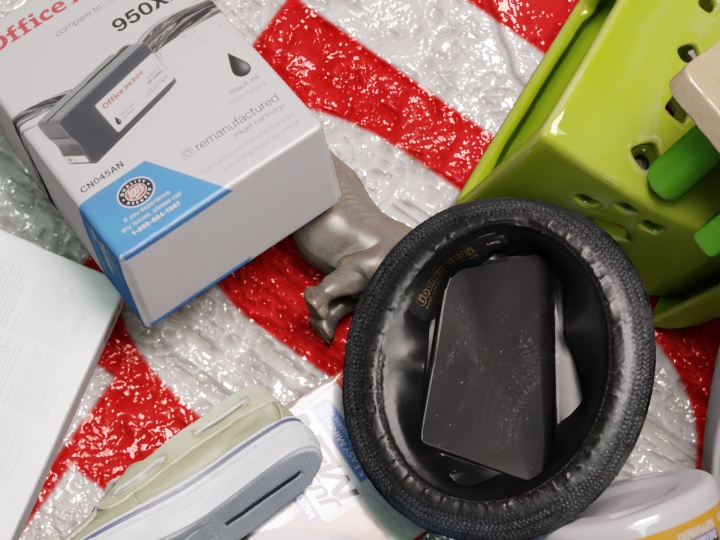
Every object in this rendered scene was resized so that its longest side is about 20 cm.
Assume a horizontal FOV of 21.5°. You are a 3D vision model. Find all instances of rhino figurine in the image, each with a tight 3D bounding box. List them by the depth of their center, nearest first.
[{"bbox_3d":[0.000,0.000,1.183,0.200,0.060,0.087,44,76,4],"label":"rhino figurine"}]

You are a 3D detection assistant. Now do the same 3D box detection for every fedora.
[{"bbox_3d":[0.086,0.062,1.108,0.199,0.092,0.202,-4,76,14],"label":"fedora"}]

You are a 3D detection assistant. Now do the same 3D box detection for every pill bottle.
[{"bbox_3d":[0.177,0.225,1.084,0.111,0.112,0.201,-18,94,-11],"label":"pill bottle"}]

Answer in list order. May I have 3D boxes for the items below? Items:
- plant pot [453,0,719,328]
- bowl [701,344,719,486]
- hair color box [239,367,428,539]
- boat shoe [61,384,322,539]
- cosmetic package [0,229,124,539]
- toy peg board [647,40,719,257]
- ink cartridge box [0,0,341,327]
[{"bbox_3d":[0.197,-0.083,1.164,0.181,0.199,0.201,33,72,-4],"label":"plant pot"},{"bbox_3d":[0.295,0.083,1.145,0.199,0.201,0.075,-9,37,-9],"label":"bowl"},{"bbox_3d":[-0.053,0.154,1.132,0.199,0.064,0.111,-34,82,-13],"label":"hair color box"},{"bbox_3d":[-0.115,0.139,1.071,0.199,0.072,0.062,-31,54,-17],"label":"boat shoe"},{"bbox_3d":[-0.248,0.072,1.137,0.150,0.052,0.201,24,73,-2],"label":"cosmetic package"},{"bbox_3d":[0.270,-0.051,1.037,0.199,0.098,0.200,-35,84,-35],"label":"toy peg board"},{"bbox_3d":[-0.129,-0.090,1.144,0.144,0.084,0.200,-34,60,-12],"label":"ink cartridge box"}]
